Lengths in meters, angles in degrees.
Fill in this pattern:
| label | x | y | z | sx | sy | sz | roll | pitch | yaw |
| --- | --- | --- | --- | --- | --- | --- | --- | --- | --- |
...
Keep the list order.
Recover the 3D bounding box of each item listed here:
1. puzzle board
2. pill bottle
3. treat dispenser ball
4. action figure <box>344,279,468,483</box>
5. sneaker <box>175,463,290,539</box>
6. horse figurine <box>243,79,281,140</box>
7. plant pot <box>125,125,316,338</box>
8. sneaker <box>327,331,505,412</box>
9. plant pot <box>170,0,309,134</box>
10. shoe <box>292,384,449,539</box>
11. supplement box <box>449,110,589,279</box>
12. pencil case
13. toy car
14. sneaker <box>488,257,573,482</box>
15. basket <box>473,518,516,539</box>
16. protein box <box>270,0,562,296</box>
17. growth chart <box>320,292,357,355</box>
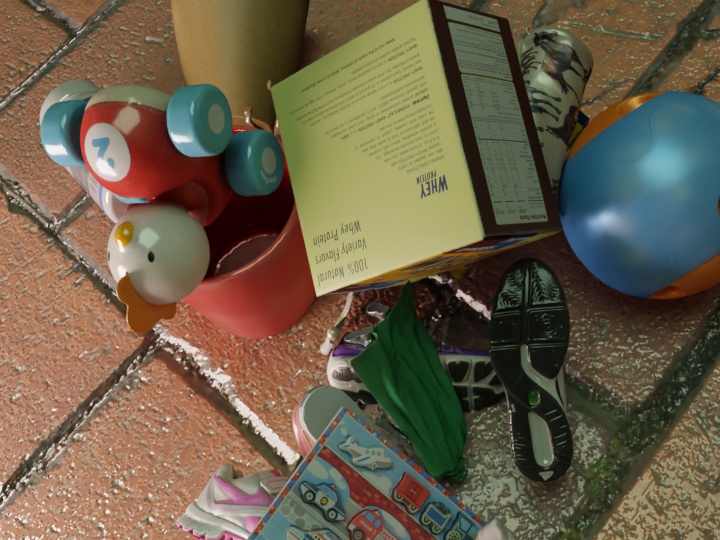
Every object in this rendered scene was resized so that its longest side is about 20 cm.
| label | x | y | z | sx | sy | sz | roll | pitch | yaw |
| --- | --- | --- | --- | --- | --- | --- | --- | --- | --- |
| puzzle board | 0.017 | 0.246 | 0.844 | 0.199 | 0.017 | 0.151 | 40 | 72 | -5 |
| pill bottle | -0.323 | -0.155 | 1.180 | 0.113 | 0.114 | 0.200 | -41 | 59 | -11 |
| treat dispenser ball | 0.296 | -0.073 | 0.909 | 0.197 | 0.202 | 0.204 | -7 | 58 | 11 |
| action figure | 0.054 | 0.127 | 0.876 | 0.054 | 0.202 | 0.118 | -6 | 30 | 43 |
| sneaker | -0.082 | 0.242 | 0.900 | 0.197 | 0.082 | 0.089 | 14 | 66 | 22 |
| horse figurine | -0.131 | -0.136 | 1.124 | 0.199 | 0.133 | 0.050 | -36 | 44 | 4 |
| plant pot | -0.133 | -0.028 | 1.015 | 0.196 | 0.178 | 0.204 | -7 | 59 | 12 |
| sneaker | 0.064 | 0.089 | 0.956 | 0.196 | 0.082 | 0.084 | 4 | 45 | 12 |
| plant pot | -0.153 | -0.269 | 1.178 | 0.183 | 0.186 | 0.204 | -6 | 73 | 12 |
| shoe | 0.007 | 0.201 | 0.910 | 0.071 | 0.091 | 0.201 | -39 | 88 | -18 |
| supplement box | 0.139 | -0.109 | 1.009 | 0.109 | 0.109 | 0.201 | 40 | 75 | 6 |
| pencil case | 0.170 | -0.144 | 0.925 | 0.088 | 0.078 | 0.203 | 24 | 74 | -12 |
| toy car | -0.192 | -0.047 | 0.848 | 0.181 | 0.177 | 0.204 | -1 | 72 | 27 |
| sneaker | 0.161 | 0.089 | 0.888 | 0.074 | 0.115 | 0.205 | -4 | 92 | 7 |
| basket | 0.107 | 0.296 | 0.737 | 0.123 | 0.200 | 0.136 | -38 | 78 | 0 |
| protein box | 0.048 | -0.102 | 0.840 | 0.197 | 0.134 | 0.204 | -19 | 81 | 40 |
| growth chart | 0.000 | 0.000 | 0.992 | 0.017 | 0.145 | 0.203 | 22 | 68 | 0 |
